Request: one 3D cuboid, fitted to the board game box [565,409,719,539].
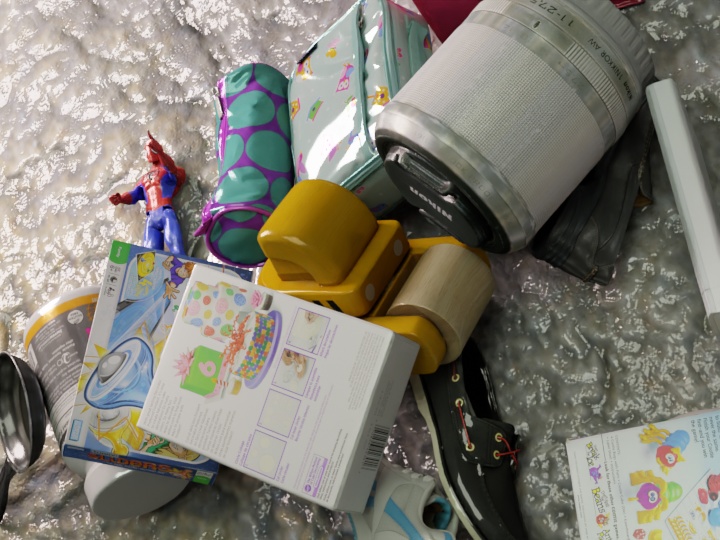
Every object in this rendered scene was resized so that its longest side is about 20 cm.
[{"bbox_3d":[0.260,0.161,0.917,0.199,0.103,0.105,-14,64,19],"label":"board game box"}]

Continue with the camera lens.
[{"bbox_3d":[0.122,-0.127,1.065,0.160,0.160,0.200,36,79,32],"label":"camera lens"}]

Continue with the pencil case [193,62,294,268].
[{"bbox_3d":[-0.106,-0.103,1.252,0.085,0.092,0.201,-50,31,43],"label":"pencil case"}]

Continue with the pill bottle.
[{"bbox_3d":[-0.236,0.123,1.224,0.116,0.116,0.201,-33,60,9],"label":"pill bottle"}]

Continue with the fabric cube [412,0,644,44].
[{"bbox_3d":[0.133,-0.348,1.202,0.199,0.196,0.200,-16,63,18],"label":"fabric cube"}]

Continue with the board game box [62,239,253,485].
[{"bbox_3d":[-0.178,0.080,1.167,0.135,0.034,0.201,12,62,-10],"label":"board game box"}]

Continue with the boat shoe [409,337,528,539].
[{"bbox_3d":[0.098,0.146,1.084,0.063,0.074,0.202,-31,55,19],"label":"boat shoe"}]

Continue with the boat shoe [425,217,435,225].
[{"bbox_3d":[0.135,-0.121,1.179,0.091,0.071,0.201,23,79,32],"label":"boat shoe"}]

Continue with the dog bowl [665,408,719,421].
[{"bbox_3d":[0.276,0.196,0.990,0.199,0.059,0.201,-9,65,21],"label":"dog bowl"}]

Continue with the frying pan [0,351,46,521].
[{"bbox_3d":[-0.322,0.169,1.234,0.115,0.031,0.191,23,116,56],"label":"frying pan"}]

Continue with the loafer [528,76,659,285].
[{"bbox_3d":[0.221,-0.078,1.135,0.072,0.073,0.201,34,76,-7],"label":"loafer"}]

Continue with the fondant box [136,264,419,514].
[{"bbox_3d":[-0.068,0.094,1.056,0.199,0.058,0.145,18,86,27],"label":"fondant box"}]

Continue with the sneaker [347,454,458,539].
[{"bbox_3d":[0.034,0.197,1.065,0.081,0.077,0.200,-32,29,4],"label":"sneaker"}]

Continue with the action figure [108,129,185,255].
[{"bbox_3d":[-0.210,-0.054,1.300,0.065,0.099,0.201,-18,60,16],"label":"action figure"}]

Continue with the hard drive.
[{"bbox_3d":[0.274,-0.037,1.044,0.027,0.132,0.201,-17,63,17],"label":"hard drive"}]

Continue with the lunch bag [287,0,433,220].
[{"bbox_3d":[0.004,-0.152,1.210,0.160,0.077,0.201,-39,46,42],"label":"lunch bag"}]

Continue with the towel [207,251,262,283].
[{"bbox_3d":[-0.090,0.047,1.236,0.132,0.034,0.201,-8,66,23],"label":"towel"}]

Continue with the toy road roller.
[{"bbox_3d":[0.000,0.000,1.115,0.199,0.146,0.123,-1,41,35],"label":"toy road roller"}]
